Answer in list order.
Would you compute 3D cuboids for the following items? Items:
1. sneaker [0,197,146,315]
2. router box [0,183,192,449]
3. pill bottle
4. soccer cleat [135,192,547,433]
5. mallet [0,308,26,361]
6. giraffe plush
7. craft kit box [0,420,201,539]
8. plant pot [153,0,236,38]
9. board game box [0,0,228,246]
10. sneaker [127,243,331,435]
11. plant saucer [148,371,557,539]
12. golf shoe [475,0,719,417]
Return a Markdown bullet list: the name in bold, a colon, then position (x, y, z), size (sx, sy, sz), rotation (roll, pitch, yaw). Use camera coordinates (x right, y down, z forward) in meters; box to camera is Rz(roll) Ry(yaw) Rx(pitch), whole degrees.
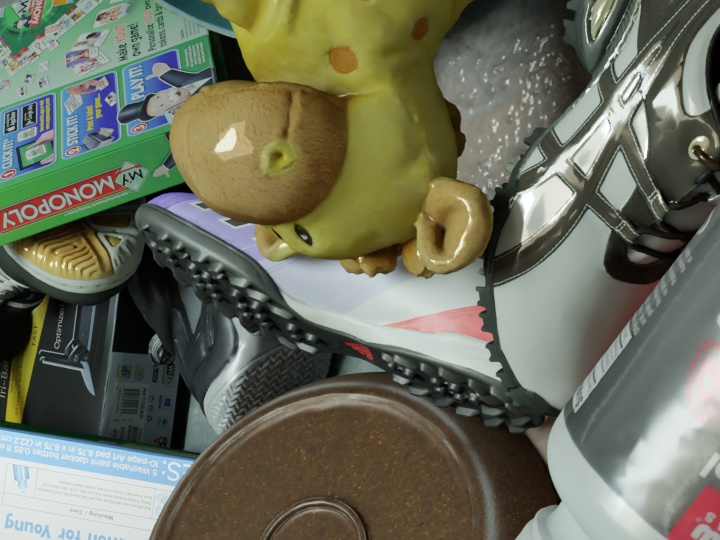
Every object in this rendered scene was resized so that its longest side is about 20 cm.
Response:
- **sneaker**: position (-0.157, -0.014, 0.947), size (0.200, 0.076, 0.088), rotation (36, 132, 54)
- **router box**: position (-0.151, -0.001, 1.025), size (0.157, 0.052, 0.200), rotation (8, 91, 49)
- **pill bottle**: position (0.133, 0.052, 0.645), size (0.200, 0.111, 0.111), rotation (-55, 48, 16)
- **soccer cleat**: position (0.000, 0.000, 0.808), size (0.200, 0.068, 0.073), rotation (21, 71, 21)
- **mallet**: position (-0.178, 0.100, 0.982), size (0.041, 0.066, 0.200), rotation (-31, 77, 44)
- **giraffe plush**: position (-0.017, -0.079, 0.725), size (0.173, 0.200, 0.162), rotation (-159, 72, -80)
- **craft kit box**: position (-0.128, 0.178, 0.910), size (0.200, 0.049, 0.198), rotation (8, 88, 16)
- **plant pot**: position (-0.025, -0.219, 0.841), size (0.200, 0.200, 0.135), rotation (-45, 17, 34)
- **board game box**: position (-0.131, -0.088, 0.922), size (0.134, 0.029, 0.200), rotation (-20, 33, 4)
- **sneaker**: position (-0.054, -0.027, 0.904), size (0.114, 0.075, 0.200), rotation (31, 109, 43)
- **plant saucer**: position (-0.015, 0.125, 0.802), size (0.200, 0.034, 0.200), rotation (-14, 55, 21)
- **golf shoe**: position (0.107, -0.033, 0.702), size (0.094, 0.078, 0.200), rotation (27, 106, 46)
